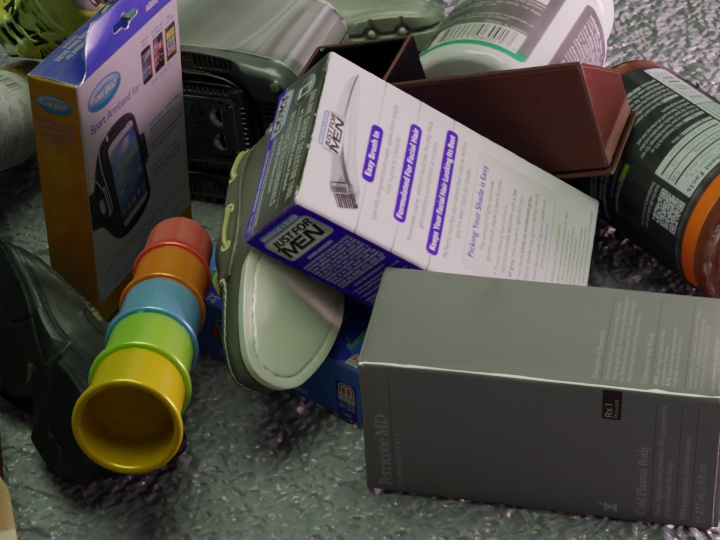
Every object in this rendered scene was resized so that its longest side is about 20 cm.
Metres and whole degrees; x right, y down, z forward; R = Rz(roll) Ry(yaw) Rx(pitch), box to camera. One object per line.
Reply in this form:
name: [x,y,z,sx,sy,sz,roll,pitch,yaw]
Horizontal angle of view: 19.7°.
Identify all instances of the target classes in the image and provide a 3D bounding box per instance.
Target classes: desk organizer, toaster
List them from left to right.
toaster: [-0.097,-0.124,1.414,0.199,0.114,0.129,6,33,22]
desk organizer: [0.061,-0.101,1.279,0.199,0.077,0.072,-4,33,25]

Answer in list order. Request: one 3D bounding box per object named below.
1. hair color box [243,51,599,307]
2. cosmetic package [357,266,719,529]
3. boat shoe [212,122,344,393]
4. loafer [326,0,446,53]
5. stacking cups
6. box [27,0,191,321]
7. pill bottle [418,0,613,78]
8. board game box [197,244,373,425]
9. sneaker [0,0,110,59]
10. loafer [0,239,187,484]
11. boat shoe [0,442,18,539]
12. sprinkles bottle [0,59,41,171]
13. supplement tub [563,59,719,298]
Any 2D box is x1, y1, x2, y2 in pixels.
hair color box: [0.039,-0.029,1.207,0.200,0.065,0.110,28,54,-23]
cosmetic package: [0.102,0.069,1.141,0.199,0.107,0.090,2,42,10]
boat shoe: [-0.051,-0.006,1.218,0.060,0.072,0.202,-30,38,37]
loafer: [-0.035,-0.171,1.515,0.199,0.070,0.070,2,21,6]
stacking cups: [-0.117,0.037,1.170,0.060,0.061,0.200,0,28,3]
box: [-0.153,-0.081,1.281,0.041,0.201,0.119,14,39,21]
pill bottle: [0.104,-0.141,1.415,0.113,0.114,0.200,11,34,18]
board game box: [0.000,0.000,1.293,0.152,0.045,0.200,22,43,29]
sneaker: [-0.203,-0.172,1.385,0.076,0.076,0.200,-38,5,-9]
loafer: [-0.171,0.054,1.222,0.072,0.073,0.200,6,35,-38]
boat shoe: [-0.228,0.111,1.136,0.070,0.071,0.200,-6,37,-11]
sprinkles bottle: [-0.257,-0.092,1.359,0.068,0.069,0.200,9,16,15]
supplement tub: [0.219,-0.046,1.292,0.107,0.107,0.200,-23,42,-25]
